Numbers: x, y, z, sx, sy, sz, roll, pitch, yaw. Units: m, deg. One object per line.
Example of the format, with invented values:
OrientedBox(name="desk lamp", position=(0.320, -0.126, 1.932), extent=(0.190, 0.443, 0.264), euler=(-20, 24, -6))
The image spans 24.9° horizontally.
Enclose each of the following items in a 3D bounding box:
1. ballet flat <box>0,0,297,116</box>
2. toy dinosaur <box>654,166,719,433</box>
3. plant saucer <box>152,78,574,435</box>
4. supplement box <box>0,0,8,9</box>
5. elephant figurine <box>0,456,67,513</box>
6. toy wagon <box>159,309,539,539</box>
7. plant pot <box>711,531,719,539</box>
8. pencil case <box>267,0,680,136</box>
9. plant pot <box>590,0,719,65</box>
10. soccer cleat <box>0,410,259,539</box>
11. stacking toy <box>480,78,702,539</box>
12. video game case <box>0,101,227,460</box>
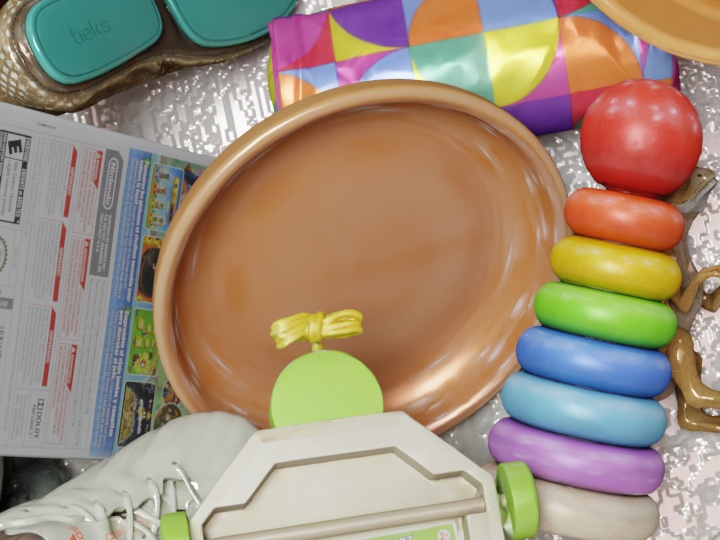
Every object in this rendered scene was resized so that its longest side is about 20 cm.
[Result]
OrientedBox(name="ballet flat", position=(-0.107, -0.116, 0.755), extent=(0.065, 0.200, 0.071), euler=(-17, 96, 38))
OrientedBox(name="toy dinosaur", position=(0.137, 0.047, 0.784), extent=(0.106, 0.060, 0.201), euler=(27, 101, 15))
OrientedBox(name="plant saucer", position=(0.000, 0.000, 0.746), extent=(0.199, 0.037, 0.201), euler=(-11, 125, -16))
OrientedBox(name="supplement box", position=(-0.156, -0.236, 0.768), extent=(0.200, 0.133, 0.198), euler=(-37, 86, 0))
OrientedBox(name="elephant figurine", position=(-0.209, 0.087, 0.717), extent=(0.141, 0.200, 0.155), euler=(-36, 84, 2))
OrientedBox(name="toy wagon", position=(-0.002, 0.116, 0.665), extent=(0.154, 0.040, 0.201), euler=(-7, 73, -8))
OrientedBox(name="plant pot", position=(0.234, 0.198, 0.695), extent=(0.199, 0.183, 0.202), euler=(0, 87, 3))
OrientedBox(name="pencil case", position=(0.055, -0.095, 0.774), extent=(0.199, 0.088, 0.089), euler=(-8, 86, 4))
OrientedBox(name="plant pot", position=(0.184, -0.198, 0.689), extent=(0.199, 0.140, 0.201), euler=(13, 114, 31))
OrientedBox(name="soccer cleat", position=(-0.112, 0.116, 0.673), extent=(0.200, 0.078, 0.069), euler=(-32, 71, -30))
OrientedBox(name="stacking toy", position=(0.108, 0.014, 0.725), extent=(0.085, 0.085, 0.201), euler=(11, 91, 4))
OrientedBox(name="video game case", position=(-0.105, 0.013, 0.731), extent=(0.018, 0.200, 0.144), euler=(5, 86, 39))
